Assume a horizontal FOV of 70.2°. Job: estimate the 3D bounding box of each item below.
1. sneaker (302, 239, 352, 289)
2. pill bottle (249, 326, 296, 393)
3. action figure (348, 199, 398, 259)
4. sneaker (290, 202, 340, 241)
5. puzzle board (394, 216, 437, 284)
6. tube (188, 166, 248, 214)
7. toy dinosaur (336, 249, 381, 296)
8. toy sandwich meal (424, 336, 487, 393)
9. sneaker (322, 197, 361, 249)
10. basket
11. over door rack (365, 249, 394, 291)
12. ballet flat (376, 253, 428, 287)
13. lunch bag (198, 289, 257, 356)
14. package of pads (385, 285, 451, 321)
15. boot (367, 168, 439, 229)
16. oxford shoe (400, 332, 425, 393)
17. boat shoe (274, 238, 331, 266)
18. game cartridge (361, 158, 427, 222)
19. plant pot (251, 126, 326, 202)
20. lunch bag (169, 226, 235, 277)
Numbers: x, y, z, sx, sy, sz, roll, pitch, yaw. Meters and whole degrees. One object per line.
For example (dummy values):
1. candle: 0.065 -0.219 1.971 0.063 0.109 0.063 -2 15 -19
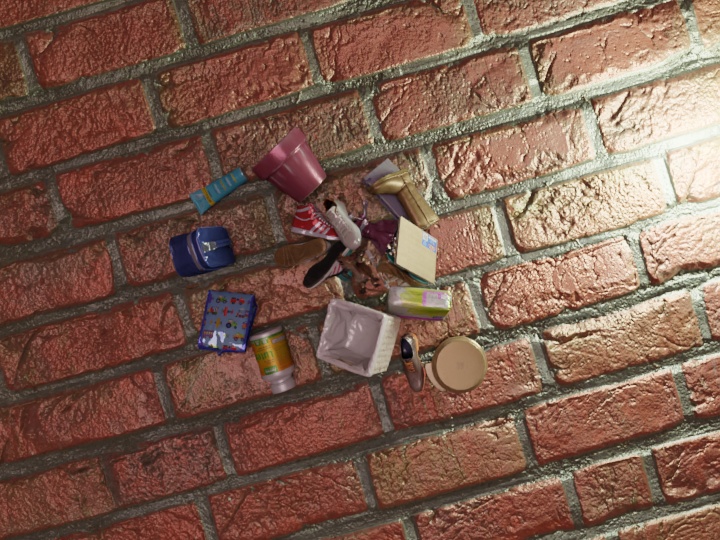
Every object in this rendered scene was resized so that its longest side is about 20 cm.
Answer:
1. sneaker: -0.089 0.006 1.656 0.200 0.121 0.084 -46 46 -12
2. pill bottle: -0.279 0.292 1.669 0.111 0.111 0.201 -19 91 1
3. action figure: 0.027 -0.133 1.682 0.199 0.134 0.149 17 130 9
4. sneaker: -0.124 -0.160 1.680 0.199 0.071 0.113 11 94 2
5. puzzle board: 0.171 -0.058 1.570 0.017 0.200 0.151 -10 65 40
6. tube: -0.467 -0.269 1.697 0.200 0.050 0.078 -31 83 6
7. toy dinosaur: 0.000 0.000 1.625 0.086 0.200 0.136 -30 78 3
8. toy sandwich meal: 0.317 0.314 1.690 0.204 0.070 0.206 0 87 -2
9. sneaker: -0.069 -0.147 1.606 0.073 0.085 0.200 -44 56 23
10. basket: -0.002 0.206 1.614 0.198 0.161 0.201 15 92 26
11. over door rack: 0.120 -0.020 1.632 0.148 0.067 0.200 -31 134 0
12. ballet flat: 0.123 0.013 1.579 0.200 0.068 0.072 26 122 -39
13. lunch bag: -0.426 0.175 1.635 0.150 0.094 0.201 6 59 0
14. package of pads: 0.182 0.108 1.636 0.199 0.155 0.068 5 70 1
15. boot: 0.137 -0.211 1.611 0.175 0.066 0.200 -28 85 -27
16. oxford shoe: 0.162 0.307 1.677 0.071 0.073 0.201 -15 87 24
17. boat shoe: -0.188 -0.056 1.684 0.199 0.069 0.071 -12 86 22
18. game cartridge: 0.113 -0.257 1.670 0.200 0.038 0.130 48 60 0
19. plant pot: -0.214 -0.324 1.628 0.200 0.200 0.179 -43 106 1
20. lunch bag: -0.486 -0.063 1.627 0.132 0.200 0.136 -15 93 19
